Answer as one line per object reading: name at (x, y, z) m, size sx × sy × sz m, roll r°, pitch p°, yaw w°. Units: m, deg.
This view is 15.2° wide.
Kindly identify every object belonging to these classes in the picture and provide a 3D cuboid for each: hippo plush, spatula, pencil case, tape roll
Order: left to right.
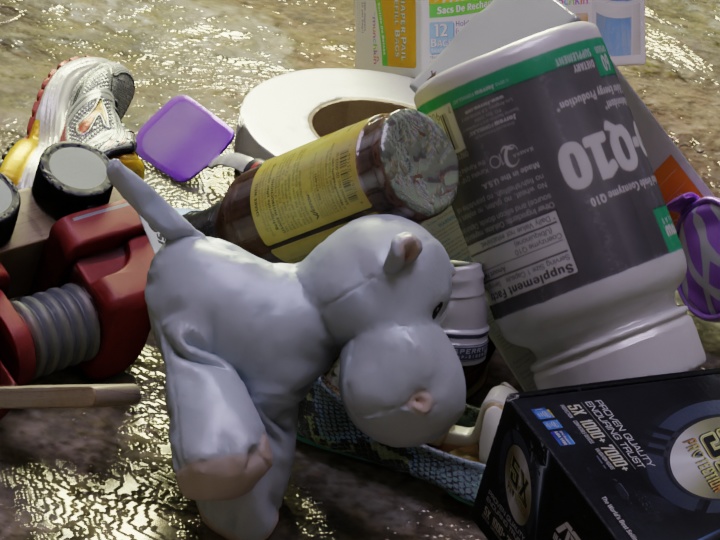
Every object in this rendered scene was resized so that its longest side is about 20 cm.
spatula at (-0.078, -0.067, 1.755) m, size 0.057 × 0.021 × 0.199 m, roll -44°, pitch 39°, yaw -17°
hippo plush at (-0.024, 0.033, 1.422) m, size 0.159 × 0.202 × 0.159 m, roll -14°, pitch -10°, yaw 4°
tape roll at (0.013, -0.080, 1.833) m, size 0.201 × 0.037 × 0.203 m, roll 8°, pitch 28°, yaw -4°
pencil case at (0.290, -0.015, 1.734) m, size 0.199 × 0.084 × 0.086 m, roll -5°, pitch 73°, yaw -39°

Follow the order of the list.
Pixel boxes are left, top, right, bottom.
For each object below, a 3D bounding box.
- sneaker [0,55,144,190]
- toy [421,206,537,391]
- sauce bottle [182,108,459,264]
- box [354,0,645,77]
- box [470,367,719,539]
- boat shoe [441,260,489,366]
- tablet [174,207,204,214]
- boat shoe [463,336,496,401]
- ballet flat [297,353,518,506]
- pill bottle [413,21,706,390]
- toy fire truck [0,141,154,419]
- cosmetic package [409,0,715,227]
sneaker at (-0.172, -0.067, 1.705) m, size 0.081 × 0.078 × 0.201 m, roll 8°, pitch 36°, yaw 6°
toy at (0.102, 0.014, 1.577) m, size 0.115 × 0.047 × 0.201 m, roll -31°, pitch 85°, yaw -37°
sauce bottle at (-0.033, -0.036, 1.489) m, size 0.199 × 0.065 × 0.065 m, roll -17°, pitch 3°, yaw 44°
box at (0.102, -0.203, 1.988) m, size 0.199 × 0.114 × 0.101 m, roll -7°, pitch 10°, yaw -28°
box at (0.177, 0.147, 1.384) m, size 0.163 × 0.087 × 0.200 m, roll -5°, pitch 37°, yaw -28°
boat shoe at (0.000, 0.000, 1.537) m, size 0.199 × 0.066 × 0.073 m, roll 17°, pitch 18°, yaw 40°
tablet at (-0.069, -0.004, 1.654) m, size 0.198 × 0.014 × 0.130 m, roll 5°, pitch 27°, yaw 10°
boat shoe at (0.057, 0.019, 1.626) m, size 0.071 × 0.068 × 0.200 m, roll 17°, pitch 28°, yaw 13°
ballet flat at (0.052, 0.088, 1.496) m, size 0.198 × 0.075 × 0.074 m, roll 16°, pitch 28°, yaw 10°
pill bottle at (0.114, -0.027, 1.497) m, size 0.112 × 0.201 × 0.113 m, roll -21°, pitch -1°, yaw 0°
toy fire truck at (-0.173, 0.029, 1.497) m, size 0.175 × 0.129 × 0.200 m, roll -16°, pitch 55°, yaw -35°
cosmetic package at (0.130, -0.079, 1.687) m, size 0.200 × 0.101 × 0.071 m, roll 45°, pitch 0°, yaw -41°
